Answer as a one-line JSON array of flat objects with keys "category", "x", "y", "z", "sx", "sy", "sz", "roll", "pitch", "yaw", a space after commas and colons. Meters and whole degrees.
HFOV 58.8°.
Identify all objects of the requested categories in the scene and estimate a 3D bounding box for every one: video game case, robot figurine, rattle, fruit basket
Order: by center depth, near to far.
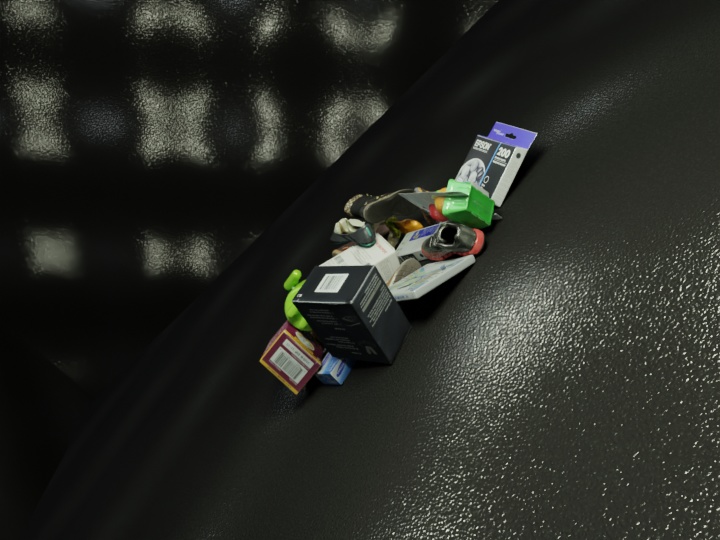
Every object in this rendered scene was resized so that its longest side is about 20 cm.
[{"category": "video game case", "x": 0.146, "y": 0.022, "z": 1.497, "sx": 0.197, "sy": 0.023, "sz": 0.181, "roll": -30, "pitch": 9, "yaw": -31}, {"category": "fruit basket", "x": 0.218, "y": -0.161, "z": 1.545, "sx": 0.197, "sy": 0.183, "sz": 0.096, "roll": 12, "pitch": 81, "yaw": 50}, {"category": "robot figurine", "x": -0.135, "y": 0.088, "z": 1.693, "sx": 0.116, "sy": 0.175, "sz": 0.200, "roll": -49, "pitch": 1, "yaw": 12}, {"category": "rattle", "x": 0.066, "y": -0.079, "z": 1.849, "sx": 0.197, "sy": 0.133, "sz": 0.141, "roll": -27, "pitch": 45, "yaw": -37}]

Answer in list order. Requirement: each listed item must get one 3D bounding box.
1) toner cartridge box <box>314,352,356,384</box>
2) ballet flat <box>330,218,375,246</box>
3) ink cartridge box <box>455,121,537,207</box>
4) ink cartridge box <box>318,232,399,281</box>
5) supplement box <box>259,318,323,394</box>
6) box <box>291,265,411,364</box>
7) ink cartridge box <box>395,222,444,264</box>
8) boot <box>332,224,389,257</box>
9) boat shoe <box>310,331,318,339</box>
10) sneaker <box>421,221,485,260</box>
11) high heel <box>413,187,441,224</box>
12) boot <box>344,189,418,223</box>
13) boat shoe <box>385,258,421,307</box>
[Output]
[{"category": "toner cartridge box", "x": -0.030, "y": 0.192, "z": 1.605, "sx": 0.202, "sy": 0.043, "sz": 0.094, "roll": -55, "pitch": 19, "yaw": -26}, {"category": "ballet flat", "x": -0.028, "y": -0.114, "z": 1.805, "sx": 0.074, "sy": 0.073, "sz": 0.198, "roll": -51, "pitch": 30, "yaw": -20}, {"category": "ink cartridge box", "x": 0.342, "y": -0.285, "z": 1.648, "sx": 0.204, "sy": 0.043, "sz": 0.198, "roll": -63, "pitch": 27, "yaw": 8}, {"category": "ink cartridge box", "x": 0.000, "y": 0.000, "z": 1.757, "sx": 0.196, "sy": 0.084, "sz": 0.147, "roll": -30, "pitch": 32, "yaw": -8}, {"category": "supplement box", "x": -0.173, "y": 0.215, "z": 1.657, "sx": 0.104, "sy": 0.130, "sz": 0.200, "roll": -48, "pitch": 7, "yaw": 4}, {"category": "box", "x": -0.019, "y": 0.099, "z": 1.462, "sx": 0.193, "sy": 0.202, "sz": 0.119, "roll": 0, "pitch": 44, "yaw": 42}, {"category": "ink cartridge box", "x": 0.170, "y": -0.072, "z": 1.733, "sx": 0.100, "sy": 0.039, "sz": 0.198, "roll": -54, "pitch": 19, "yaw": -25}, {"category": "boot", "x": 0.003, "y": -0.081, "z": 2.104, "sx": 0.165, "sy": 0.073, "sz": 0.199, "roll": -39, "pitch": 14, "yaw": -21}, {"category": "boat shoe", "x": -0.090, "y": 0.158, "z": 1.801, "sx": 0.199, "sy": 0.062, "sz": 0.075, "roll": -41, "pitch": 44, "yaw": 22}, {"category": "sneaker", "x": 0.202, "y": -0.072, "z": 1.532, "sx": 0.198, "sy": 0.096, "sz": 0.073, "roll": -7, "pitch": 66, "yaw": 55}, {"category": "high heel", "x": 0.185, "y": -0.194, "z": 1.787, "sx": 0.071, "sy": 0.143, "sz": 0.201, "roll": -40, "pitch": 19, "yaw": 6}, {"category": "boot", "x": 0.061, "y": -0.188, "z": 1.820, "sx": 0.196, "sy": 0.075, "sz": 0.149, "roll": -23, "pitch": 21, "yaw": -27}, {"category": "boat shoe", "x": 0.085, "y": 0.051, "z": 1.605, "sx": 0.202, "sy": 0.076, "sz": 0.071, "roll": -53, "pitch": 18, "yaw": -27}]
